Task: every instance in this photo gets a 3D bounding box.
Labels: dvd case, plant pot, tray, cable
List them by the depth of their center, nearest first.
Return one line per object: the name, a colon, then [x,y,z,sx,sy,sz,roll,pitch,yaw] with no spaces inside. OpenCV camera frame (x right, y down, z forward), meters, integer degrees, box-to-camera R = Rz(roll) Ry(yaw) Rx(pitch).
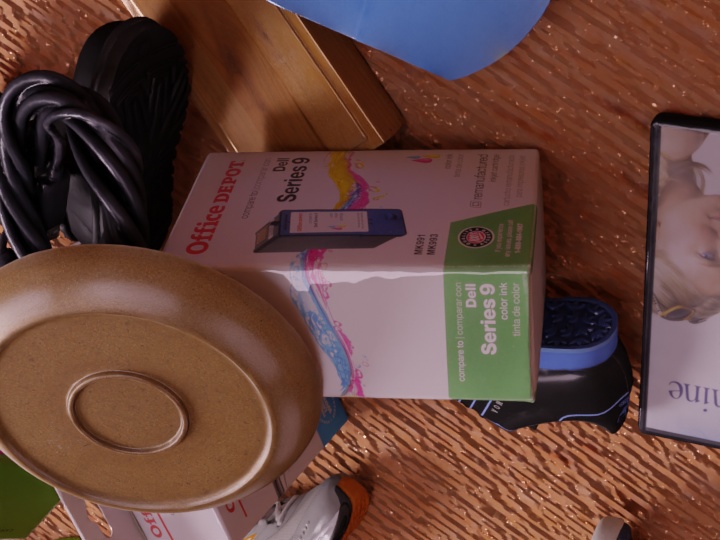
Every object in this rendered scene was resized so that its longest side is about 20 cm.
plant pot: [-0.120,0.068,0.880,0.199,0.028,0.201,5,135,5]
cable: [-0.160,-0.016,0.916,0.164,0.051,0.200,67,150,22]
dvd case: [0.226,0.016,0.925,0.142,0.018,0.201,9,119,23]
tray: [-0.070,-0.141,0.991,0.098,0.037,0.200,-30,97,35]

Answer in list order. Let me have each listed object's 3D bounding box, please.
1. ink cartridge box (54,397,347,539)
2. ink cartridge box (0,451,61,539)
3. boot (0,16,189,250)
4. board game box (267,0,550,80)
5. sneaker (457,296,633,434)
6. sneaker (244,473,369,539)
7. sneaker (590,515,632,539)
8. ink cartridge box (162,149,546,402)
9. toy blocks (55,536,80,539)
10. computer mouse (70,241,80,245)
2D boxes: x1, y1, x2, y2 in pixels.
ink cartridge box: [-0.098,0.098,1.026,0.068,0.200,0.116,-18,106,34]
ink cartridge box: [-0.229,0.084,1.035,0.147,0.200,0.076,-3,113,19]
boot: [-0.195,-0.095,1.029,0.157,0.079,0.212,30,139,14]
board game box: [0.024,-0.200,0.908,0.199,0.039,0.159,25,124,15]
sneaker: [0.066,0.056,0.999,0.199,0.070,0.078,6,129,31]
sneaker: [-0.077,0.185,1.141,0.092,0.076,0.200,48,125,4]
sneaker: [0.179,0.237,1.033,0.084,0.075,0.201,9,128,25]
ink cartridge box: [0.000,0.000,0.926,0.199,0.145,0.088,-1,119,10]
toy blocks: [-0.314,0.269,1.267,0.199,0.137,0.100,-11,109,31]
computer mouse: [-0.228,0.047,1.165,0.110,0.044,0.200,50,126,-2]
